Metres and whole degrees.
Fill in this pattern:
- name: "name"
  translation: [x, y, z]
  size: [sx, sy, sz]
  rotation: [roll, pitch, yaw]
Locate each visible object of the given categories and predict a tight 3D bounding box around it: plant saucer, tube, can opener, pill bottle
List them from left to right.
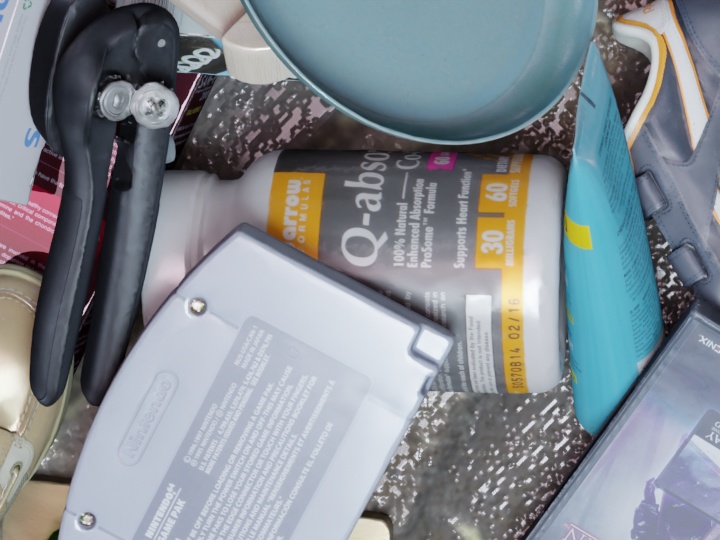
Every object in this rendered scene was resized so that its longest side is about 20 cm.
- name: "can opener"
  translation: [-0.119, -0.031, 1.392]
  size: [0.063, 0.079, 0.201]
  rotation: [-2, 107, -22]
- name: "pill bottle"
  translation: [0.000, 0.000, 1.446]
  size: [0.199, 0.116, 0.117]
  rotation: [1, 96, 7]
- name: "plant saucer"
  translation: [0.018, -0.147, 1.359]
  size: [0.199, 0.027, 0.201]
  rotation: [11, 67, -26]
- name: "tube"
  translation: [0.116, -0.006, 1.409]
  size: [0.050, 0.078, 0.200]
  rotation: [-3, 132, 9]

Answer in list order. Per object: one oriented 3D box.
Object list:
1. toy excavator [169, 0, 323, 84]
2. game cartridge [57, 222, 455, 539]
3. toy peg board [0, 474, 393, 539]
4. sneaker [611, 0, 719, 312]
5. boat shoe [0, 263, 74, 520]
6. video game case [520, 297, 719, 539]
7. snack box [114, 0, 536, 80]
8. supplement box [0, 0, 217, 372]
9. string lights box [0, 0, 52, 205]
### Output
- name: "toy excavator"
  translation: [-0.091, -0.196, 1.403]
  size: [0.194, 0.100, 0.201]
  rotation: [14, 70, 8]
- name: "game cartridge"
  translation: [-0.058, 0.085, 1.395]
  size: [0.133, 0.040, 0.200]
  rotation: [28, 104, -4]
- name: "toy peg board"
  translation: [-0.095, 0.217, 1.490]
  size: [0.199, 0.098, 0.200]
  rotation: [6, 97, 7]
- name: "sneaker"
  translation: [0.164, -0.035, 1.443]
  size: [0.079, 0.078, 0.201]
  rotation: [-6, 85, 3]
- name: "boat shoe"
  translation: [-0.196, 0.093, 1.449]
  size: [0.072, 0.065, 0.201]
  rotation: [27, 108, 4]
- name: "video game case"
  translation: [0.170, 0.124, 1.445]
  size: [0.143, 0.019, 0.200]
  rotation: [31, 120, -3]
- name: "snack box"
  translation: [-0.013, -0.147, 1.439]
  size: [0.199, 0.037, 0.117]
  rotation: [5, 61, 4]
- name: "supplement box"
  translation: [-0.161, -0.039, 1.489]
  size: [0.109, 0.061, 0.201]
  rotation: [28, 99, 3]
- name: "string lights box"
  translation: [-0.238, -0.109, 1.451]
  size: [0.199, 0.059, 0.103]
  rotation: [18, 93, 30]
